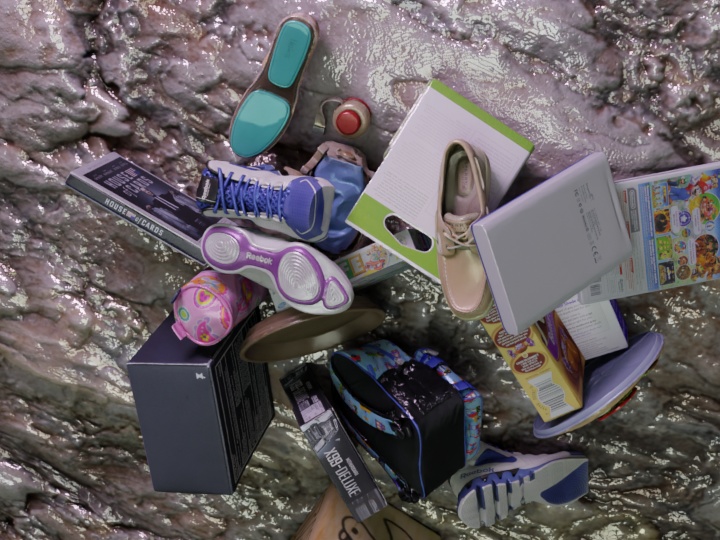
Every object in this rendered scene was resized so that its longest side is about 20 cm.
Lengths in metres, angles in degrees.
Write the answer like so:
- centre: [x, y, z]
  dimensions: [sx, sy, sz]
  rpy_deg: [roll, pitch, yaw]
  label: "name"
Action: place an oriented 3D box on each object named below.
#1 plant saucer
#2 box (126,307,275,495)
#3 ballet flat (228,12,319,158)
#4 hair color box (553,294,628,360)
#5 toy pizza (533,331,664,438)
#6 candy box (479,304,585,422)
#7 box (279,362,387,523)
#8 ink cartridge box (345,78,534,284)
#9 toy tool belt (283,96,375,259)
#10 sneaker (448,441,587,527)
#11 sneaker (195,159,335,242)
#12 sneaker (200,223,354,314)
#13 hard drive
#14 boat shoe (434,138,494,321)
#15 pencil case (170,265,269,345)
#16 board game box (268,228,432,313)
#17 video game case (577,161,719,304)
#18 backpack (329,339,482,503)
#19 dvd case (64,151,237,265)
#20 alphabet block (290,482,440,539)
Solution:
- centre: [-0.064, 0.076, 1.309]
  dimensions: [0.200, 0.200, 0.030]
  rpy_deg: [-22, 74, 21]
  label: "plant saucer"
- centre: [-0.211, 0.165, 1.360]
  dimensions: [0.123, 0.198, 0.201]
  rpy_deg: [-1, 113, 13]
  label: "box"
- centre: [-0.101, -0.228, 1.232]
  dimensions: [0.068, 0.067, 0.200]
  rpy_deg: [29, 118, -8]
  label: "ballet flat"
- centre: [0.253, 0.017, 1.267]
  dimensions: [0.109, 0.065, 0.200]
  rpy_deg: [-20, 110, 20]
  label: "hair color box"
- centre: [0.299, 0.148, 1.238]
  dimensions: [0.200, 0.200, 0.032]
  rpy_deg: [-40, 90, 25]
  label: "toy pizza"
- centre: [0.199, 0.067, 1.202]
  dimensions: [0.056, 0.117, 0.200]
  rpy_deg: [-29, 105, 24]
  label: "candy box"
- centre: [-0.040, 0.228, 1.351]
  dimensions: [0.050, 0.200, 0.158]
  rpy_deg: [-30, 106, -5]
  label: "box"
- centre: [0.089, -0.102, 1.191]
  dimensions: [0.148, 0.076, 0.200]
  rpy_deg: [33, 85, -3]
  label: "ink cartridge box"
- centre: [-0.035, -0.105, 1.241]
  dimensions: [0.125, 0.123, 0.200]
  rpy_deg: [17, 116, 4]
  label: "toy tool belt"
- centre: [0.207, 0.274, 1.378]
  dimensions: [0.199, 0.115, 0.081]
  rpy_deg: [-11, 117, -16]
  label: "sneaker"
- centre: [-0.126, -0.082, 1.169]
  dimensions: [0.199, 0.115, 0.081]
  rpy_deg: [22, 108, 51]
  label: "sneaker"
- centre: [-0.089, -0.009, 1.199]
  dimensions: [0.200, 0.100, 0.075]
  rpy_deg: [25, 101, 18]
  label: "sneaker"
- centre: [0.219, -0.033, 1.119]
  dimensions: [0.025, 0.200, 0.132]
  rpy_deg: [6, 121, 56]
  label: "hard drive"
- centre: [0.113, -0.045, 1.107]
  dimensions: [0.072, 0.065, 0.201]
  rpy_deg: [-2, 83, 21]
  label: "boat shoe"
- centre: [-0.172, 0.026, 1.287]
  dimensions: [0.087, 0.200, 0.088]
  rpy_deg: [5, 111, 14]
  label: "pencil case"
- centre: [0.000, 0.000, 1.274]
  dimensions: [0.200, 0.134, 0.034]
  rpy_deg: [-23, 84, 20]
  label: "board game box"
- centre: [0.354, -0.045, 1.203]
  dimensions: [0.199, 0.018, 0.144]
  rpy_deg: [-11, 106, -2]
  label: "video game case"
- centre: [0.051, 0.178, 1.335]
  dimensions: [0.200, 0.134, 0.183]
  rpy_deg: [39, 149, 38]
  label: "backpack"
- centre: [-0.263, -0.083, 1.286]
  dimensions: [0.200, 0.150, 0.025]
  rpy_deg: [31, 107, -3]
  label: "dvd case"
- centre: [-0.019, 0.462, 1.451]
  dimensions: [0.195, 0.200, 0.197]
  rpy_deg: [33, 117, -4]
  label: "alphabet block"
